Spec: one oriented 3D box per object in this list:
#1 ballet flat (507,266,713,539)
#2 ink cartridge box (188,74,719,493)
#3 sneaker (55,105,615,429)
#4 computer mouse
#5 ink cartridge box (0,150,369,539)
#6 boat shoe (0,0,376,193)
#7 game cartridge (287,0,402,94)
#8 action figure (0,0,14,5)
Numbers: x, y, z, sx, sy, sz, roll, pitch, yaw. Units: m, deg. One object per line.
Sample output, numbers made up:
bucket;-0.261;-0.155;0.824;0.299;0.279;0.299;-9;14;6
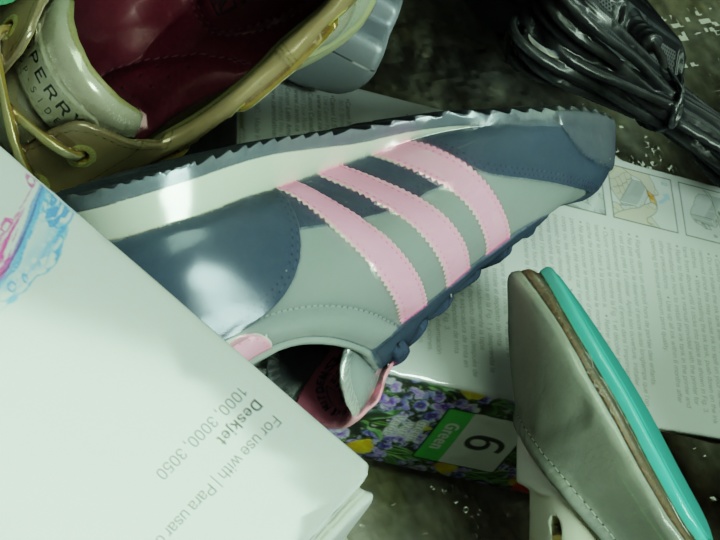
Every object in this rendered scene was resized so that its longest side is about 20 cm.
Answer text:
ballet flat;0.084;0.094;0.791;0.200;0.064;0.067;54;5;-2
ink cartridge box;0.046;0.012;0.868;0.199;0.050;0.109;14;50;-20
sneaker;0.000;0.000;0.787;0.200;0.070;0.082;-13;92;-40
computer mouse;0.050;-0.094;0.907;0.140;0.046;0.200;31;19;-42
ink cartridge box;-0.112;0.040;0.680;0.200;0.145;0.085;39;57;5
boat shoe;-0.082;-0.055;0.784;0.200;0.066;0.074;-34;90;-8
game cartridge;-0.076;-0.130;0.887;0.199;0.042;0.133;27;19;-4
action figure;-0.150;-0.111;0.784;0.199;0.055;0.119;10;83;21
